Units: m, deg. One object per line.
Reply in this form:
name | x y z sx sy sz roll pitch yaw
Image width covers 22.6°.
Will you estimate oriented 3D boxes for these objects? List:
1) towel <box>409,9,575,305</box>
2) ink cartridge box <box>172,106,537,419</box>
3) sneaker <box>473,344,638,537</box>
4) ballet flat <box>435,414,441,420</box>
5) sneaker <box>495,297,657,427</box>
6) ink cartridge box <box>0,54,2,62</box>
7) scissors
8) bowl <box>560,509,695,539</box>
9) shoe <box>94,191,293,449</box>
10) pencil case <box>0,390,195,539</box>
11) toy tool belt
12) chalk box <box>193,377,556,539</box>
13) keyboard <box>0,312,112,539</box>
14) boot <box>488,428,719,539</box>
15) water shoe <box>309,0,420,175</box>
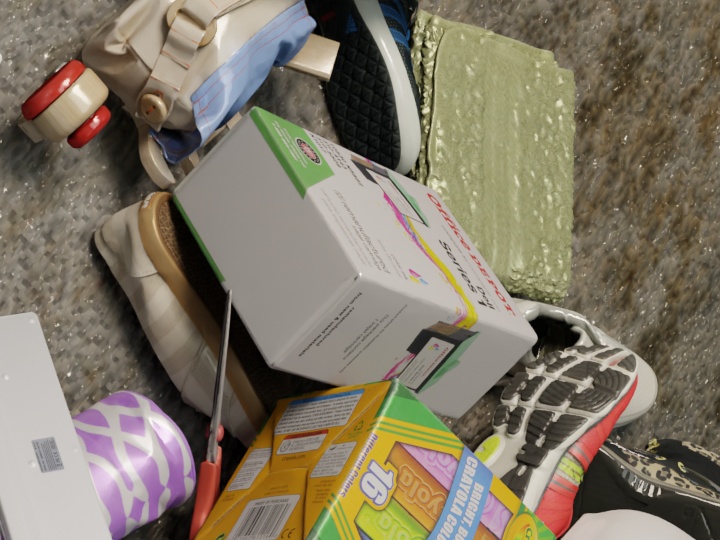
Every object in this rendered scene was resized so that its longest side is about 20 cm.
towel | 0.094 -0.081 1.295 0.148 0.036 0.201 13 67 -33
ink cartridge box | 0.000 0.000 1.114 0.200 0.084 0.145 20 30 -52
sneaker | 0.122 0.134 1.214 0.200 0.077 0.085 -49 136 -23
ballet flat | 0.038 0.136 1.217 0.200 0.068 0.067 58 49 -30
sneaker | 0.153 0.067 1.306 0.199 0.081 0.076 21 69 -37
ink cartridge box | -0.307 -0.081 0.949 0.145 0.084 0.201 44 59 -26
scissors | -0.087 0.110 1.064 0.073 0.014 0.201 -76 176 -54
bowl | 0.121 0.249 1.202 0.075 0.200 0.200 41 55 11
shoe | -0.098 0.042 1.129 0.201 0.053 0.070 61 21 -20
pencil case | -0.184 0.147 1.021 0.200 0.084 0.086 -33 135 -36
toy tool belt | -0.100 -0.116 1.099 0.123 0.125 0.200 48 58 -14
chalk box | 0.023 0.177 1.066 0.200 0.124 0.124 46 56 -24
keyboard | -0.181 0.104 0.997 0.056 0.011 0.201 -4 52 -29
boot | 0.194 0.156 1.326 0.154 0.202 0.074 -29 140 -76
water shoe | 0.015 -0.166 1.230 0.079 0.071 0.201 -22 98 -41
